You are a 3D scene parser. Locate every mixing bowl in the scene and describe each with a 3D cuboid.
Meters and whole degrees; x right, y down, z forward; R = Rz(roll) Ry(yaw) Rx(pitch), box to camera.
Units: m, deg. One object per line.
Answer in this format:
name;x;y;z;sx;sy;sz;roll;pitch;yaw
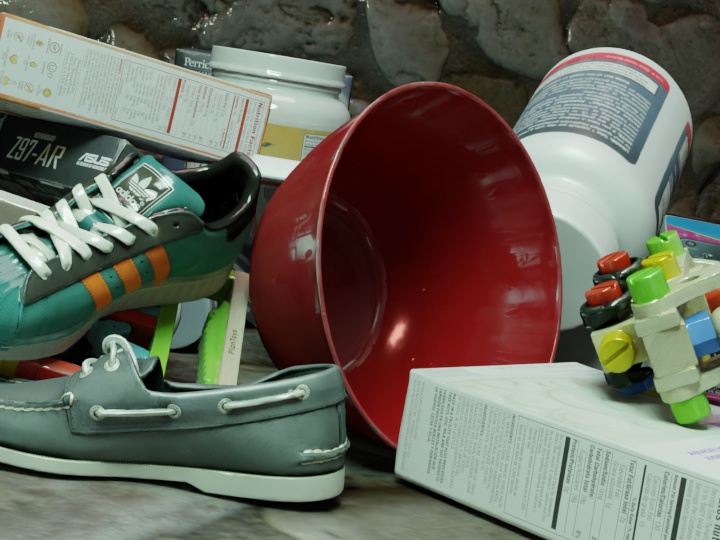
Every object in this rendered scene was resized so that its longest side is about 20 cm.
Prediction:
mixing bowl;0.012;0.006;0.796;0.199;0.203;0.108;2;-5;-45

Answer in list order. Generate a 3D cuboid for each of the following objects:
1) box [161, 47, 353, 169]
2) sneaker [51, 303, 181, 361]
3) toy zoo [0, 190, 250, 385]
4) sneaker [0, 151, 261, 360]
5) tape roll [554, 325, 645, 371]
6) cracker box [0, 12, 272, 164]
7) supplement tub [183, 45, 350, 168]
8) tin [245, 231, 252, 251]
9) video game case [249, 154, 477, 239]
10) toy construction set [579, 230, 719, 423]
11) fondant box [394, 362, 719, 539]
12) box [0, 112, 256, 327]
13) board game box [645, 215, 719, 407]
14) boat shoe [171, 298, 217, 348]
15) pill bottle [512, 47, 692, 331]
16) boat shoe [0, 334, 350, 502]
box;-0.120;-0.136;1.614;0.197;0.201;0.123;8;7;-4
sneaker;-0.227;0.009;0.855;0.200;0.078;0.146;10;8;23
toy zoo;-0.156;0.014;0.744;0.198;0.021;0.132;19;33;-12
sneaker;-0.128;-0.019;0.712;0.071;0.080;0.199;44;35;20
tape roll;0.184;0.056;1.031;0.197;0.067;0.200;9;8;-1
cracker box;-0.178;-0.123;1.007;0.198;0.058;0.134;15;-1;-30
supplement tub;-0.086;-0.090;1.287;0.143;0.203;0.145;8;7;-1
tin;-0.071;-0.018;1.095;0.111;0.042;0.200;27;-14;15
video game case;0.000;0.000;0.948;0.141;0.018;0.201;9;-32;5
toy construction set;0.182;0.017;0.721;0.130;0.093;0.200;-20;-6;19
fondant box;0.136;0.096;0.694;0.143;0.059;0.199;2;11;-46
box;-0.174;-0.036;1.050;0.159;0.044;0.200;14;-19;38
board game box;0.248;0.052;0.861;0.146;0.065;0.201;11;30;2
boat shoe;-0.191;-0.001;0.979;0.199;0.076;0.086;12;7;1
pill bottle;0.146;-0.054;0.966;0.118;0.121;0.200;11;37;19
boat shoe;-0.101;0.059;0.662;0.197;0.063;0.073;8;9;1
